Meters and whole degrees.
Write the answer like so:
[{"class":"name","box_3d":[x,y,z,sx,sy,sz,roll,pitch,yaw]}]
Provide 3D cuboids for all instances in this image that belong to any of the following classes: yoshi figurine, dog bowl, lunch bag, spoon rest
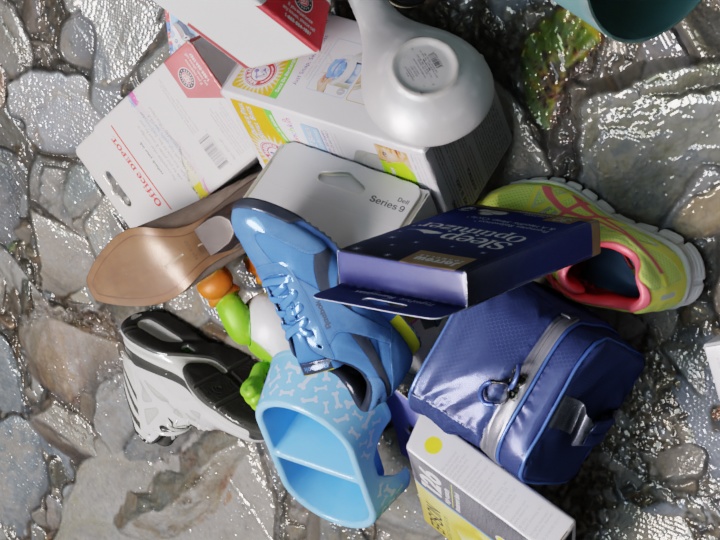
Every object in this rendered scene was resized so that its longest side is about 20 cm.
[{"class":"yoshi figurine","box_3d":[-0.062,0.076,1.632,0.112,0.112,0.200,-27,92,32]},{"class":"dog bowl","box_3d":[-0.026,0.147,1.529,0.111,0.050,0.200,16,147,25]},{"class":"lunch bag","box_3d":[0.138,0.087,1.425,0.132,0.200,0.136,31,96,21]},{"class":"spoon rest","box_3d":[0.030,-0.179,1.408,0.061,0.099,0.200,83,161,-68]}]

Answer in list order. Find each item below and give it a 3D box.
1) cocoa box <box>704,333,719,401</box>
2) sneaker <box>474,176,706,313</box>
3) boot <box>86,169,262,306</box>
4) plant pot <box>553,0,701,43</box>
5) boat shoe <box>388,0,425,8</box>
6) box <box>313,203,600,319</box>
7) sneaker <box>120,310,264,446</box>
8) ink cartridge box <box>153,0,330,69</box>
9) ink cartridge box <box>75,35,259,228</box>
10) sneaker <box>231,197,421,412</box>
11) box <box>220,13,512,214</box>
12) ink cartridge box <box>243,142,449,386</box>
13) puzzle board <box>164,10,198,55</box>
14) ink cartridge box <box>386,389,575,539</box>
[{"class":"cocoa box","box_3d":[0.357,0.115,1.321,0.133,0.131,0.200,-14,98,39]},{"class":"sneaker","box_3d":[0.166,-0.018,1.440,0.200,0.090,0.078,19,117,30]},{"class":"boot","box_3d":[-0.129,-0.035,1.611,0.200,0.146,0.070,-20,99,33]},{"class":"plant pot","box_3d":[0.163,-0.284,1.290,0.161,0.200,0.201,34,123,34]},{"class":"boat shoe","box_3d":[0.025,-0.307,1.444,0.063,0.074,0.202,-154,53,-72]},{"class":"box","box_3d":[0.071,-0.010,1.346,0.121,0.200,0.032,10,112,40]},{"class":"sneaker","box_3d":[-0.152,0.130,1.747,0.200,0.076,0.115,33,132,32]},{"class":"ink cartridge box","box_3d":[-0.086,-0.283,1.439,0.084,0.144,0.200,-7,61,38]},{"class":"ink cartridge box","box_3d":[-0.157,-0.120,1.641,0.200,0.067,0.117,-34,92,42]},{"class":"sneaker","box_3d":[-0.035,0.029,1.401,0.200,0.078,0.066,47,155,-25]},{"class":"box","box_3d":[0.005,-0.126,1.484,0.200,0.101,0.113,20,155,29]},{"class":"ink cartridge box","box_3d":[0.000,0.000,1.505,0.145,0.088,0.200,20,153,28]},{"class":"puzzle board","box_3d":[-0.118,-0.250,1.611,0.151,0.017,0.200,6,110,35]},{"class":"ink cartridge box","box_3d":[0.091,0.193,1.530,0.200,0.047,0.198,34,164,20]}]
